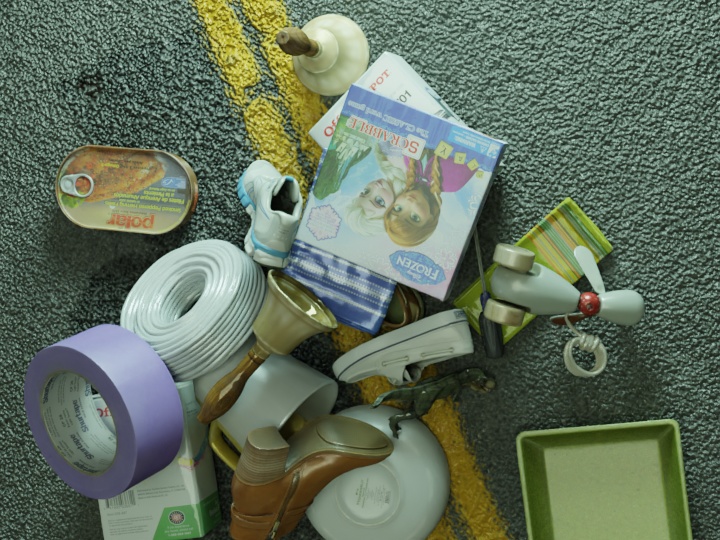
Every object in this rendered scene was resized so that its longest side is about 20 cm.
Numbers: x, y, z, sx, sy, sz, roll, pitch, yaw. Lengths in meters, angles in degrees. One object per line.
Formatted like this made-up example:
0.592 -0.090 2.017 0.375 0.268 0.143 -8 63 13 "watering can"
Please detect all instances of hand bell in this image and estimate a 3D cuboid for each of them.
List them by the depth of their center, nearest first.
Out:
-0.130 0.109 1.561 0.104 0.104 0.200 42 100 9 "hand bell"
-0.062 -0.273 1.580 0.103 0.200 0.105 1 93 14 "hand bell"

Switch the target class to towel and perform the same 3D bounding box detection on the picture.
-0.013 -0.035 1.593 0.144 0.024 0.201 22 102 12 "towel"
0.214 0.006 1.620 0.200 0.018 0.086 -43 82 13 "towel"

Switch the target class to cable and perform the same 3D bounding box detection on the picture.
-0.214 0.047 1.655 0.199 0.200 0.069 -36 127 7 "cable"

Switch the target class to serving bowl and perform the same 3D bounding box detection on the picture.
0.014 0.276 1.653 0.198 0.066 0.202 1 95 8 "serving bowl"

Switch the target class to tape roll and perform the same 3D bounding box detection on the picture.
-0.320 0.174 1.608 0.199 0.085 0.202 14 114 34 "tape roll"

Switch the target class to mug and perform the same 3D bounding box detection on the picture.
-0.143 0.173 1.662 0.153 0.149 0.187 37 95 18 "mug"

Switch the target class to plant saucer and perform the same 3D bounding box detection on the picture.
0.303 0.286 1.598 0.198 0.048 0.201 -7 92 14 "plant saucer"

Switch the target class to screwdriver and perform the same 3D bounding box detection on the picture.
0.153 0.011 1.614 0.028 0.029 0.202 -8 94 12 "screwdriver"

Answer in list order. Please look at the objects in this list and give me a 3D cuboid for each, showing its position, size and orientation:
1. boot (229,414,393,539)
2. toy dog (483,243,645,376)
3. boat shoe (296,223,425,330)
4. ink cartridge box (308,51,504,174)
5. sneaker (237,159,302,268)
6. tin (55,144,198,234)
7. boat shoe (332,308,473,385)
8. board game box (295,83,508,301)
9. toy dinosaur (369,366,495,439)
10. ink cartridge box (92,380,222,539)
-0.064 0.264 1.589 0.077 0.199 0.156 50 136 47 "boot"
0.235 0.027 1.579 0.199 0.096 0.132 32 101 -12 "toy dog"
0.000 0.000 1.645 0.200 0.074 0.076 41 102 9 "boat shoe"
0.057 -0.150 1.616 0.146 0.086 0.200 -45 84 14 "ink cartridge box"
-0.102 -0.091 1.615 0.074 0.201 0.087 16 122 -22 "sneaker"
-0.313 -0.108 1.740 0.198 0.042 0.113 6 91 14 "tin"
0.054 0.111 1.625 0.199 0.072 0.066 -24 75 24 "boat shoe"
0.047 -0.094 1.543 0.199 0.041 0.201 22 100 11 "board game box"
0.074 0.162 1.613 0.048 0.199 0.088 59 140 25 "toy dinosaur"
-0.275 0.253 1.726 0.144 0.087 0.202 -9 92 15 "ink cartridge box"
